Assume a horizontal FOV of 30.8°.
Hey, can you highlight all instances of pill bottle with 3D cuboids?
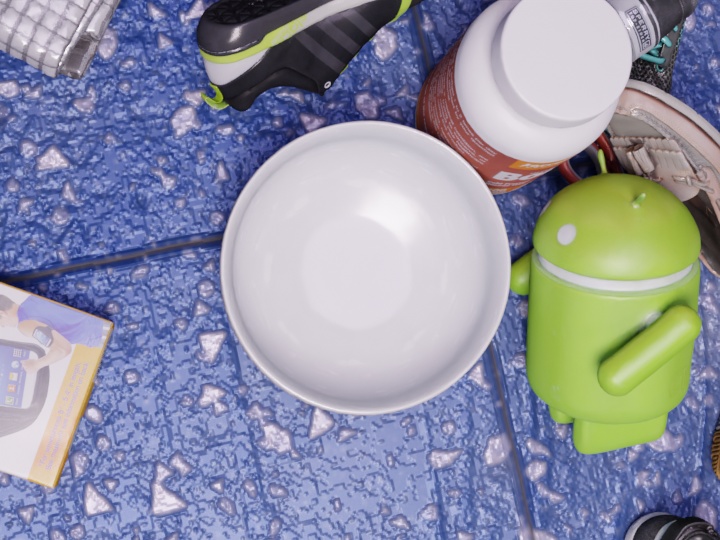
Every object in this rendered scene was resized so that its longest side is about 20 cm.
[{"bbox_3d":[0.109,-0.121,0.885,0.111,0.200,0.113,1,84,-9],"label":"pill bottle"}]

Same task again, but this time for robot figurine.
[{"bbox_3d":[0.174,0.024,0.903,0.115,0.176,0.202,-7,117,-13],"label":"robot figurine"}]

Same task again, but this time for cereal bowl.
[{"bbox_3d":[0.000,0.000,0.911,0.198,0.083,0.202,1,86,-8],"label":"cereal bowl"}]

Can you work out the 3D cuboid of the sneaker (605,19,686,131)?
[{"bbox_3d":[0.210,-0.197,0.960,0.077,0.091,0.202,10,78,-10],"label":"sneaker"}]

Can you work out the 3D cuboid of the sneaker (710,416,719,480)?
[{"bbox_3d":[0.337,0.083,0.966,0.087,0.076,0.201,34,80,-4],"label":"sneaker"}]

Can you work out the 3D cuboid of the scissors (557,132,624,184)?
[{"bbox_3d":[0.212,-0.026,0.985,0.073,0.014,0.201,-30,93,-26],"label":"scissors"}]

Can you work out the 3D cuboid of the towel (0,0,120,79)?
[{"bbox_3d":[-0.229,-0.244,0.902,0.165,0.086,0.201,25,79,-8],"label":"towel"}]

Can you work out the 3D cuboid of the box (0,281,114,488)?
[{"bbox_3d":[-0.279,0.058,0.881,0.198,0.041,0.120,20,81,-9],"label":"box"}]

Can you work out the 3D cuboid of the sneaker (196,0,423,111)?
[{"bbox_3d":[-0.030,-0.172,0.946,0.199,0.072,0.083,-23,126,-19],"label":"sneaker"}]

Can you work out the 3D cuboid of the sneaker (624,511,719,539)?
[{"bbox_3d":[0.253,0.270,0.913,0.073,0.112,0.201,-26,89,-10],"label":"sneaker"}]

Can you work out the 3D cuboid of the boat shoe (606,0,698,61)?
[{"bbox_3d":[0.158,-0.207,0.915,0.068,0.199,0.074,-33,120,-8],"label":"boat shoe"}]

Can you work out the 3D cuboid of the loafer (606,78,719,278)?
[{"bbox_3d":[0.232,-0.060,0.930,0.200,0.072,0.063,34,78,-38],"label":"loafer"}]
